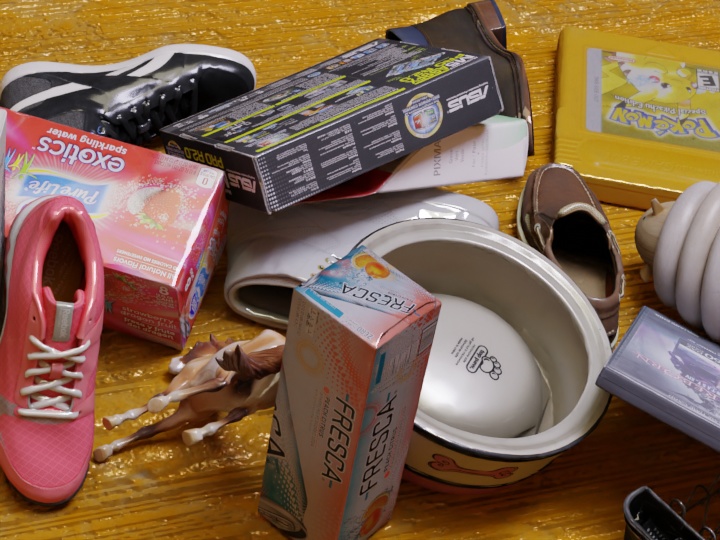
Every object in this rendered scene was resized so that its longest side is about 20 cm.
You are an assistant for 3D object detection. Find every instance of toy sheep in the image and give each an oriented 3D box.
[{"bbox_3d":[0.288,-0.004,1.412,0.199,0.139,0.138,16,39,32],"label":"toy sheep"}]

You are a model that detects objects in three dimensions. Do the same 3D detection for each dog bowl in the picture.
[{"bbox_3d":[0.066,0.063,1.309,0.199,0.074,0.201,13,46,-14],"label":"dog bowl"}]

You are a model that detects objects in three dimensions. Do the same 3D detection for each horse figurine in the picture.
[{"bbox_3d":[-0.091,0.073,1.244,0.132,0.200,0.050,-28,94,-33],"label":"horse figurine"}]

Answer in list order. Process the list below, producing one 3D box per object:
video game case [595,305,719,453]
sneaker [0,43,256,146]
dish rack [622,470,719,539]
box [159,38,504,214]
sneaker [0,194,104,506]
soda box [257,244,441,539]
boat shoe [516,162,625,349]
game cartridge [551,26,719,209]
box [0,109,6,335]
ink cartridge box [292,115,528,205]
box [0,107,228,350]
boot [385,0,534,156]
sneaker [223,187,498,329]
[{"bbox_3d":[0.237,0.082,1.308,0.142,0.019,0.200,28,15,9],"label":"video game case"},{"bbox_3d":[-0.173,-0.107,1.483,0.199,0.073,0.112,-7,47,-6],"label":"sneaker"},{"bbox_3d":[0.279,0.176,1.263,0.199,0.055,0.153,-24,52,-33],"label":"dish rack"},{"bbox_3d":[-0.023,-0.108,1.400,0.199,0.045,0.160,-25,23,-24],"label":"box"},{"bbox_3d":[-0.198,0.047,1.226,0.073,0.087,0.201,3,82,-16],"label":"sneaker"},{"bbox_3d":[-0.009,0.086,1.194,0.068,0.201,0.063,35,46,25],"label":"soda box"},{"bbox_3d":[0.163,-0.022,1.444,0.074,0.075,0.203,2,42,-10],"label":"boat shoe"},{"bbox_3d":[0.246,-0.122,1.607,0.175,0.033,0.201,9,40,-1],"label":"game cartridge"},{"bbox_3d":[-0.266,-0.006,1.245,0.068,0.201,0.082,8,41,-2],"label":"box"},{"bbox_3d":[-0.002,-0.091,1.440,0.199,0.050,0.161,-6,13,-31],"label":"ink cartridge box"},{"bbox_3d":[-0.199,-0.032,1.350,0.199,0.096,0.100,17,62,7],"label":"box"},{"bbox_3d":[0.082,-0.148,1.585,0.096,0.075,0.200,-10,36,-4],"label":"boot"},{"bbox_3d":[0.000,0.000,1.397,0.199,0.074,0.116,0,43,3],"label":"sneaker"}]
